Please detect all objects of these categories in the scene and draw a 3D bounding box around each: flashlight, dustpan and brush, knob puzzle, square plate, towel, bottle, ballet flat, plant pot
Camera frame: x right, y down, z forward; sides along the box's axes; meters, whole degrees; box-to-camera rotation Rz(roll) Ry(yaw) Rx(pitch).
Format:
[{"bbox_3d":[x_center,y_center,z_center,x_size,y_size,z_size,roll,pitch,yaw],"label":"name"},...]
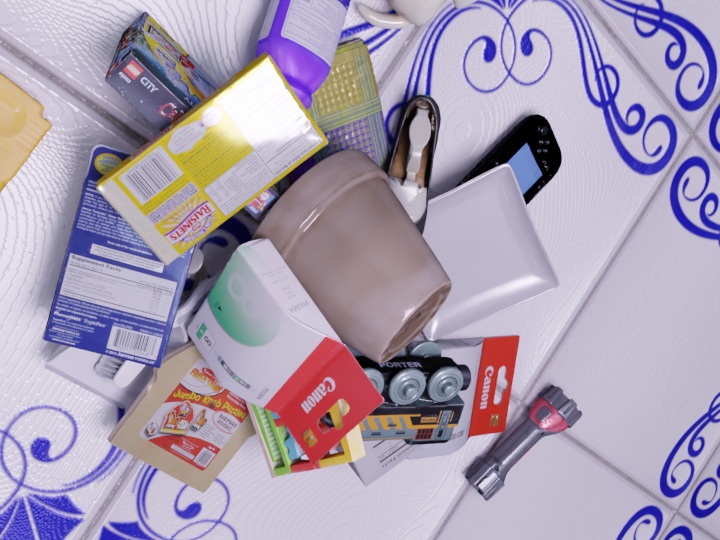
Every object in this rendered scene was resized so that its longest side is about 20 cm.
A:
[{"bbox_3d":[0.248,0.266,1.170,0.200,0.068,0.068,-44,97,-5],"label":"flashlight"},{"bbox_3d":[-0.226,0.068,0.842,0.201,0.057,0.140,-50,140,-6],"label":"dustpan and brush"},{"bbox_3d":[-0.183,0.149,0.915,0.218,0.030,0.222,-23,126,-35],"label":"knob puzzle"},{"bbox_3d":[0.138,-0.021,1.004,0.196,0.029,0.201,-24,118,12],"label":"square plate"},{"bbox_3d":[-0.035,-0.165,0.914,0.142,0.023,0.202,-25,116,-20],"label":"towel"},{"bbox_3d":[-0.069,-0.236,0.822,0.083,0.065,0.203,22,79,-36],"label":"bottle"},{"bbox_3d":[0.056,-0.118,0.922,0.067,0.068,0.203,9,86,0],"label":"ballet flat"},{"bbox_3d":[0.000,0.000,0.836,0.200,0.173,0.200,-43,164,-15],"label":"plant pot"}]

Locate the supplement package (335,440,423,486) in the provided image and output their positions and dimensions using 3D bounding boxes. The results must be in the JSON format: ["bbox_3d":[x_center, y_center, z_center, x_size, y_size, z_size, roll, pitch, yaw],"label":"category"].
[{"bbox_3d":[-0.007,0.147,0.969,0.109,0.114,0.202,-31,118,-15],"label":"supplement package"}]

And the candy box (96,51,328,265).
[{"bbox_3d":[-0.137,-0.103,0.720,0.199,0.026,0.103,-37,122,1],"label":"candy box"}]

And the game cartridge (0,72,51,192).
[{"bbox_3d":[-0.421,-0.123,0.721,0.176,0.032,0.201,39,87,-31],"label":"game cartridge"}]

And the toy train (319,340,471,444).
[{"bbox_3d":[0.034,0.146,0.880,0.197,0.085,0.115,2,114,-26],"label":"toy train"}]

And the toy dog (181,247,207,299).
[{"bbox_3d":[-0.199,-0.052,0.819,0.130,0.096,0.203,13,99,-29],"label":"toy dog"}]

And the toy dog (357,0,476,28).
[{"bbox_3d":[0.051,-0.390,0.841,0.192,0.140,0.200,-26,124,23],"label":"toy dog"}]

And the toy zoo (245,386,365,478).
[{"bbox_3d":[-0.063,0.152,0.835,0.020,0.199,0.133,-16,83,-40],"label":"toy zoo"}]

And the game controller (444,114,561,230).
[{"bbox_3d":[0.195,-0.116,1.035,0.200,0.042,0.105,-45,120,-8],"label":"game controller"}]

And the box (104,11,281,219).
[{"bbox_3d":[-0.164,-0.159,0.781,0.038,0.137,0.200,-37,121,16],"label":"box"}]

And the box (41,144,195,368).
[{"bbox_3d":[-0.231,-0.013,0.764,0.120,0.032,0.203,16,99,-14],"label":"box"}]

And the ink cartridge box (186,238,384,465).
[{"bbox_3d":[-0.085,0.093,0.774,0.050,0.201,0.161,-22,160,-43],"label":"ink cartridge box"}]

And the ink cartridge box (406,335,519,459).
[{"bbox_3d":[0.151,0.180,1.100,0.197,0.057,0.165,0,105,-23],"label":"ink cartridge box"}]
